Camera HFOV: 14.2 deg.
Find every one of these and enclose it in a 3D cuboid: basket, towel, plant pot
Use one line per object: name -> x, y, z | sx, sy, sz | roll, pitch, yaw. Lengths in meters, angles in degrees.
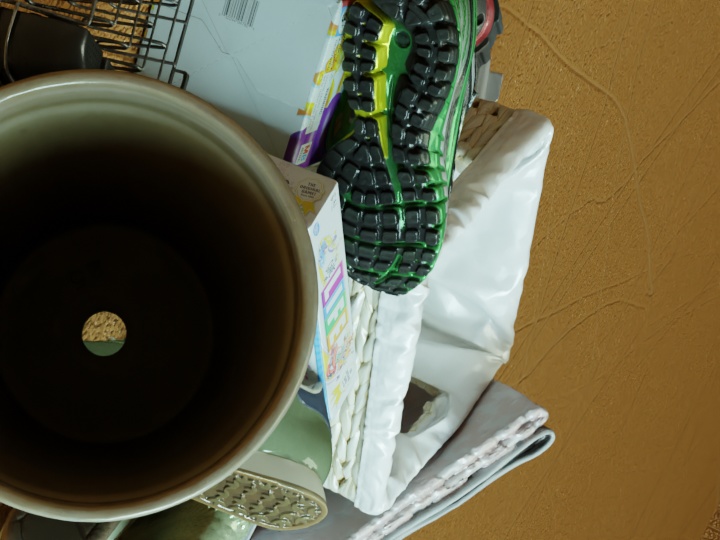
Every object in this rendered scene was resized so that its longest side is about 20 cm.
basket -> 0.000, 0.000, 1.765 | 0.198, 0.161, 0.200 | -48, 155, -48
towel -> 0.008, 0.129, 1.854 | 0.200, 0.191, 0.032 | -32, 110, -14
plant pot -> -0.121, 0.021, 1.341 | 0.174, 0.200, 0.200 | 105, 10, -82
towel -> -0.121, 0.168, 1.661 | 0.200, 0.036, 0.148 | -27, -152, 55

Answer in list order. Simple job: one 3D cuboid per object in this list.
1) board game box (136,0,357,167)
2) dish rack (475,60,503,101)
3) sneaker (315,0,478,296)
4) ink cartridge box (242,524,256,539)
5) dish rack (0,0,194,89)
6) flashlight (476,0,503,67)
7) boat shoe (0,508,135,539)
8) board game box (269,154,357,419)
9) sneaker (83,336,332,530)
board game box -> -0.030, -0.132, 1.601 | 0.200, 0.105, 0.103 | -27, 137, -64
dish rack -> 0.063, -0.050, 1.980 | 0.172, 0.043, 0.200 | 93, 8, -67
sneaker -> 0.030, -0.075, 1.545 | 0.085, 0.078, 0.200 | -43, 151, -54
ink cartridge box -> -0.117, 0.214, 1.793 | 0.200, 0.044, 0.174 | -62, 179, -15
dish rack -> -0.113, -0.158, 1.388 | 0.153, 0.054, 0.200 | 63, 39, -69
flashlight -> 0.047, -0.190, 1.832 | 0.068, 0.068, 0.200 | -61, 164, -11
boat shoe -> -0.148, 0.120, 1.646 | 0.200, 0.072, 0.076 | -46, 168, -41
board game box -> -0.072, -0.004, 1.583 | 0.034, 0.134, 0.200 | -58, 161, -27
sneaker -> -0.101, 0.064, 1.561 | 0.067, 0.200, 0.090 | -40, -148, 48
